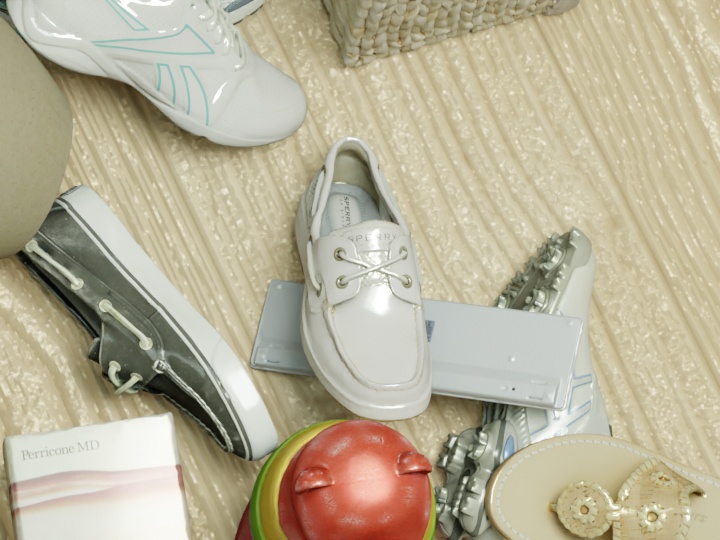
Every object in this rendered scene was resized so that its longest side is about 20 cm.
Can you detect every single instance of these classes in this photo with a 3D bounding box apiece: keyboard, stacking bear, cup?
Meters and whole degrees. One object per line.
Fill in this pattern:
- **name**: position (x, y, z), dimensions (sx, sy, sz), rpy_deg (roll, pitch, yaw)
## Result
- **keyboard**: position (0.031, 0.042, 1.595), dimensions (0.199, 0.011, 0.056), rpy_deg (7, 68, 22)
- **stacking bear**: position (-0.007, 0.135, 1.512), dimensions (0.121, 0.200, 0.114), rpy_deg (-2, 76, -7)
- **cup**: position (-0.250, -0.077, 1.558), dimensions (0.143, 0.200, 0.201), rpy_deg (22, 73, -28)

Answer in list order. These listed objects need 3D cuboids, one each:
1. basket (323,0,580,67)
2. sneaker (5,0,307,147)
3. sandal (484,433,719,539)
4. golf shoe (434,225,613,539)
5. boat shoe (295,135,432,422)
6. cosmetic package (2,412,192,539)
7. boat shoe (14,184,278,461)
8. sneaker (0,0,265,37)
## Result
- **basket**: position (0.042, -0.251, 1.617), dimensions (0.160, 0.198, 0.201), rpy_deg (-17, 80, -8)
- **sneaker**: position (-0.104, -0.136, 1.596), dimensions (0.200, 0.080, 0.071), rpy_deg (24, 31, -32)
- **sandal**: position (0.181, 0.140, 1.567), dimensions (0.211, 0.070, 0.078), rpy_deg (15, 80, -23)
- **golf shoe**: position (0.113, 0.077, 1.619), dimensions (0.097, 0.078, 0.201), rpy_deg (23, 79, -18)
- **boat shoe**: position (0.000, 0.000, 1.567), dimensions (0.071, 0.069, 0.200), rpy_deg (-2, 43, -15)
- **cosmetic package**: position (-0.139, 0.190, 1.541), dimensions (0.103, 0.087, 0.201), rpy_deg (-10, 77, -8)
- **boat shoe**: position (-0.128, 0.042, 1.590), dimensions (0.064, 0.071, 0.200), rpy_deg (-37, 75, -19)
- **sneaker**: position (-0.130, -0.184, 1.636), dimensions (0.199, 0.086, 0.078), rpy_deg (-12, 78, -10)
